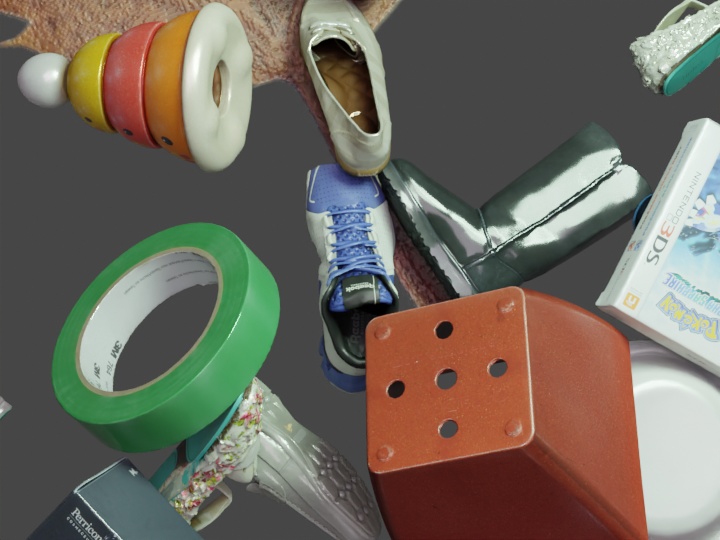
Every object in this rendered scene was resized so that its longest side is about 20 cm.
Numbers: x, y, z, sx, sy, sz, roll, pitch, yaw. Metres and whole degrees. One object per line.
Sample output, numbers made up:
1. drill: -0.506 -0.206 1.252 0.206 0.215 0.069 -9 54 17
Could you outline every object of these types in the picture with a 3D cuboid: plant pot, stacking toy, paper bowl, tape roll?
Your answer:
1. plant pot: 0.101 0.119 1.327 0.200 0.176 0.200 -13 57 21
2. stacking toy: -0.203 -0.161 1.456 0.200 0.146 0.146 3 79 15
3. paper bowl: 0.249 0.159 1.433 0.201 0.104 0.201 1 81 -4
4. tape roll: -0.162 0.053 1.376 0.200 0.200 0.048 -49 129 -11

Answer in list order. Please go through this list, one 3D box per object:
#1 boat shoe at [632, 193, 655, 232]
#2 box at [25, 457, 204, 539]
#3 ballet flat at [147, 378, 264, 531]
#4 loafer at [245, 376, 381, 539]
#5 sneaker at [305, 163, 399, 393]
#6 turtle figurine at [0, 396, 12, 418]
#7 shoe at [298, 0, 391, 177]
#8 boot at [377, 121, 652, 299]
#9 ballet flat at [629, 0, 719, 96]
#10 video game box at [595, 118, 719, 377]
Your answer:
1. boat shoe: 0.338 -0.017 1.468 0.200 0.069 0.084 21 92 -13
2. box: -0.198 0.289 1.333 0.200 0.104 0.182 45 106 4
3. ballet flat: -0.125 0.165 1.384 0.064 0.076 0.200 31 120 -19
4. loafer: -0.067 0.167 1.427 0.200 0.070 0.070 45 115 5
5. sneaker: 0.000 0.001 1.431 0.081 0.115 0.199 -3 80 -7
6. turtle figurine: -0.392 0.071 1.396 0.150 0.101 0.200 -40 91 -11
7. shoe: -0.010 -0.177 1.468 0.070 0.053 0.200 -13 61 -6
8. boot: 0.136 -0.074 1.481 0.200 0.066 0.165 -33 92 -7
9. ballet flat: 0.332 -0.236 1.531 0.200 0.072 0.072 -32 84 -10
10. video game box: 0.326 -0.002 1.410 0.200 0.047 0.182 29 85 -11
